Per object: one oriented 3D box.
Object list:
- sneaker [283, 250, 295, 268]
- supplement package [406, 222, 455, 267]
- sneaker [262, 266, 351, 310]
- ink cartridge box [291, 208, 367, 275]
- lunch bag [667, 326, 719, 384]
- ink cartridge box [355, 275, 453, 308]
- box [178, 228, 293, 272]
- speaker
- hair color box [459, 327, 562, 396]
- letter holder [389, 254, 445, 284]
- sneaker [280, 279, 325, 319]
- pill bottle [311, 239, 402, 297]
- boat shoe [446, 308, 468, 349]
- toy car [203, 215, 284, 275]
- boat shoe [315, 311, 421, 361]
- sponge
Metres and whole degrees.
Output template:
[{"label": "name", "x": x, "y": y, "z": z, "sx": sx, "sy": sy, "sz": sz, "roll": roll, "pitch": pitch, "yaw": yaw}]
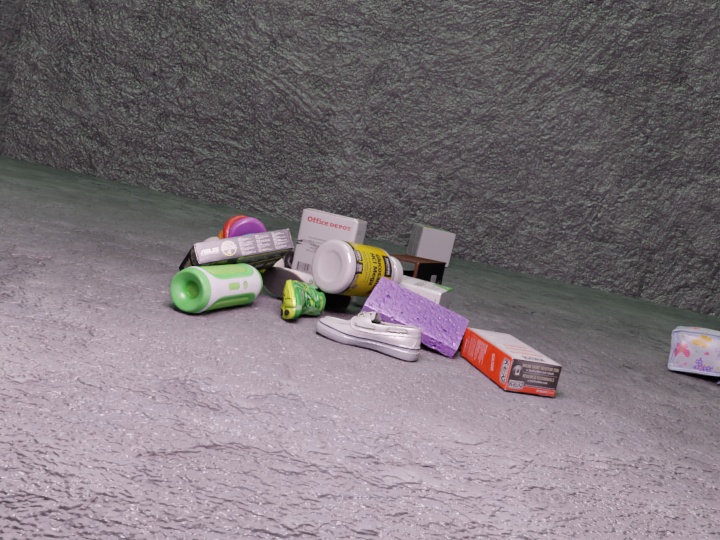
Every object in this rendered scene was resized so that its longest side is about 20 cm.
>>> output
[{"label": "sneaker", "x": -0.141, "y": 0.002, "z": 1.774, "sx": 0.200, "sy": 0.074, "sz": 0.087, "roll": 16, "pitch": -6, "yaw": -3}, {"label": "supplement package", "x": 0.309, "y": -0.115, "z": 2.947, "sx": 0.152, "sy": 0.151, "sz": 0.200, "roll": 12, "pitch": 8, "yaw": -10}, {"label": "sneaker", "x": -0.117, "y": 0.038, "z": 1.500, "sx": 0.201, "sy": 0.067, "sz": 0.108, "roll": 16, "pitch": 7, "yaw": 0}, {"label": "ink cartridge box", "x": -0.078, "y": -0.039, "z": 1.606, "sx": 0.146, "sy": 0.200, "sz": 0.083, "roll": 15, "pitch": 8, "yaw": 15}, {"label": "lunch bag", "x": 0.878, "y": 0.209, "z": 1.653, "sx": 0.200, "sy": 0.127, "sz": 0.170, "roll": 6, "pitch": 2, "yaw": 27}, {"label": "ink cartridge box", "x": 0.107, "y": 0.061, "z": 1.613, "sx": 0.200, "sy": 0.084, "sz": 0.146, "roll": 15, "pitch": 8, "yaw": 18}, {"label": "box", "x": -0.257, "y": -0.027, "z": 1.367, "sx": 0.200, "sy": 0.049, "sz": 0.161, "roll": -12, "pitch": -8, "yaw": -27}, {"label": "speaker", "x": -0.264, "y": 0.030, "z": 1.247, "sx": 0.088, "sy": 0.089, "sz": 0.200, "roll": 15, "pitch": 8, "yaw": 20}, {"label": "hair color box", "x": 0.270, "y": 0.164, "z": 1.227, "sx": 0.101, "sy": 0.061, "sz": 0.200, "roll": 11, "pitch": 7, "yaw": -15}, {"label": "letter holder", "x": 0.145, "y": 0.010, "z": 1.996, "sx": 0.142, "sy": 0.101, "sz": 0.200, "roll": 15, "pitch": 8, "yaw": 28}, {"label": "sneaker", "x": -0.112, "y": 0.055, "z": 1.345, "sx": 0.083, "sy": 0.074, "sz": 0.200, "roll": 9, "pitch": 7, "yaw": 2}, {"label": "pill bottle", "x": 0.000, "y": 0.000, "z": 1.429, "sx": 0.112, "sy": 0.113, "sz": 0.200, "roll": 19, "pitch": 7, "yaw": 39}, {"label": "boat shoe", "x": 0.172, "y": 0.113, "z": 1.407, "sx": 0.200, "sy": 0.070, "sz": 0.070, "roll": 19, "pitch": 9, "yaw": 30}, {"label": "toy car", "x": -0.278, "y": -0.056, "z": 1.592, "sx": 0.175, "sy": 0.150, "sz": 0.200, "roll": 8, "pitch": 9, "yaw": -31}, {"label": "boat shoe", "x": 0.018, "y": 0.105, "z": 1.221, "sx": 0.200, "sy": 0.067, "sz": 0.074, "roll": 14, "pitch": 8, "yaw": 13}, {"label": "sponge", "x": 0.110, "y": 0.090, "z": 1.320, "sx": 0.200, "sy": 0.030, "sz": 0.112, "roll": 27, "pitch": 35, "yaw": 6}]
